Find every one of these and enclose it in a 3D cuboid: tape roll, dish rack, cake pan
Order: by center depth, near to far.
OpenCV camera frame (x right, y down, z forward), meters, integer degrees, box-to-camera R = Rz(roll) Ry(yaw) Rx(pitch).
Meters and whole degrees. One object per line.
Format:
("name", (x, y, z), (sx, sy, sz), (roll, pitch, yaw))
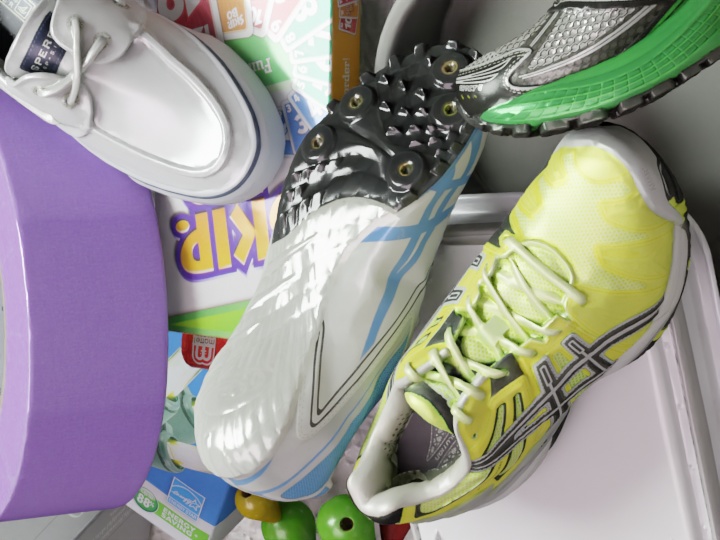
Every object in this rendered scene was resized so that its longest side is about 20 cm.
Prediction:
("cake pan", (0.100, -0.056, 1.119), (0.200, 0.037, 0.200), (20, 132, 23))
("dish rack", (0.076, 0.068, 1.147), (0.172, 0.044, 0.200), (-1, 109, 37))
("tape roll", (-0.151, 0.012, 1.253), (0.200, 0.066, 0.200), (175, 90, -67))

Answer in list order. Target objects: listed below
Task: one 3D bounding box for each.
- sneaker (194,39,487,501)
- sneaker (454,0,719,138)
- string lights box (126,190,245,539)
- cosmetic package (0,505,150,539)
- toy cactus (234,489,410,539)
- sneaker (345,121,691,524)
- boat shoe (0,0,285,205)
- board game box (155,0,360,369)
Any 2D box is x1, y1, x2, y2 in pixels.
("sneaker", (0.000, 0.000, 1.114), (0.072, 0.072, 0.200), (31, 95, 37))
("sneaker", (0.115, -0.118, 1.001), (0.200, 0.078, 0.085), (-36, 91, 10))
("string lights box", (-0.077, 0.031, 1.299), (0.103, 0.059, 0.200), (33, 136, 13))
("cosmetic package", (-0.215, 0.109, 1.426), (0.200, 0.107, 0.090), (23, 133, 18))
("toy cactus", (0.005, 0.171, 1.344), (0.165, 0.102, 0.200), (18, 132, -1))
("sneaker", (0.061, 0.030, 1.064), (0.075, 0.076, 0.200), (39, 126, 18))
("boat shoe", (-0.123, -0.090, 1.157), (0.200, 0.065, 0.074), (32, 104, 21))
("board game box", (-0.044, -0.052, 1.173), (0.095, 0.030, 0.200), (6, 101, 35))
